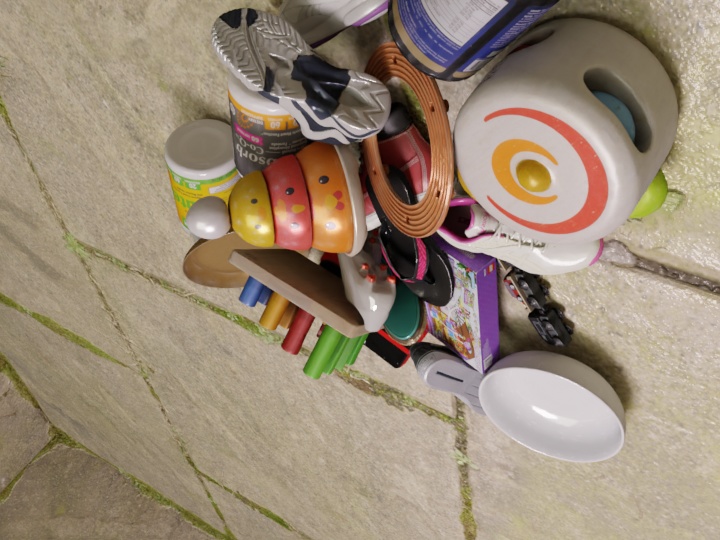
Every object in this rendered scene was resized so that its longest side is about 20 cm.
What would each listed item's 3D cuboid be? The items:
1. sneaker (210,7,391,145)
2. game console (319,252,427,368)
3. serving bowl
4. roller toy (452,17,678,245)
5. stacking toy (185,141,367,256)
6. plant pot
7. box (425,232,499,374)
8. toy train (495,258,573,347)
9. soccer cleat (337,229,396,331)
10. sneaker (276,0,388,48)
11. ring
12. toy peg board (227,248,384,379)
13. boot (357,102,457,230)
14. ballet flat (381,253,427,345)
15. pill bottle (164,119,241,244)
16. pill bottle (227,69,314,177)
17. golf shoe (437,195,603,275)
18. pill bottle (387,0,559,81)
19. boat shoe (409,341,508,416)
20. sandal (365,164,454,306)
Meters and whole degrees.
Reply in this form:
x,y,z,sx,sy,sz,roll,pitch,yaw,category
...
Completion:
x,y,z,sx,sy,sz,roll,pitch,yaw,category
-0.067,-0.193,0.867,0.197,0.080,0.130,21,168,-6,sneaker
0.009,0.061,1.275,0.199,0.031,0.177,37,152,6,game console
0.262,0.172,1.097,0.198,0.066,0.201,20,144,16,serving bowl
0.182,-0.123,0.754,0.199,0.140,0.184,21,143,28,roller toy
-0.101,-0.070,0.939,0.146,0.198,0.148,166,90,-77,stacking toy
-0.175,-0.027,1.247,0.200,0.198,0.028,125,136,-58,plant pot
0.120,0.029,1.072,0.137,0.039,0.201,37,152,36,box
0.203,0.017,1.010,0.201,0.034,0.046,55,156,-22,toy train
0.000,0.000,1.071,0.069,0.201,0.078,6,119,-16,soccer cleat
-0.044,-0.293,0.860,0.199,0.075,0.100,-13,114,43,sneaker
0.048,-0.134,0.843,0.200,0.019,0.203,167,90,-69,ring
-0.076,0.060,1.130,0.198,0.099,0.200,30,-170,16,toy peg board
0.007,-0.130,1.001,0.199,0.073,0.145,-20,115,46,boot
0.053,0.037,1.094,0.065,0.070,0.201,41,-165,-39,ballet flat
-0.222,-0.115,1.215,0.110,0.111,0.201,28,146,19,pill bottle
-0.103,-0.171,1.017,0.116,0.117,0.201,29,147,17,pill bottle
0.165,-0.040,0.903,0.198,0.076,0.091,11,-178,27,golf shoe
0.115,-0.255,0.689,0.112,0.112,0.200,45,147,-8,pill bottle
0.152,0.146,1.168,0.199,0.072,0.071,31,-163,-36,boat shoe
0.052,-0.031,0.976,0.074,0.045,0.201,-4,126,36,sandal
